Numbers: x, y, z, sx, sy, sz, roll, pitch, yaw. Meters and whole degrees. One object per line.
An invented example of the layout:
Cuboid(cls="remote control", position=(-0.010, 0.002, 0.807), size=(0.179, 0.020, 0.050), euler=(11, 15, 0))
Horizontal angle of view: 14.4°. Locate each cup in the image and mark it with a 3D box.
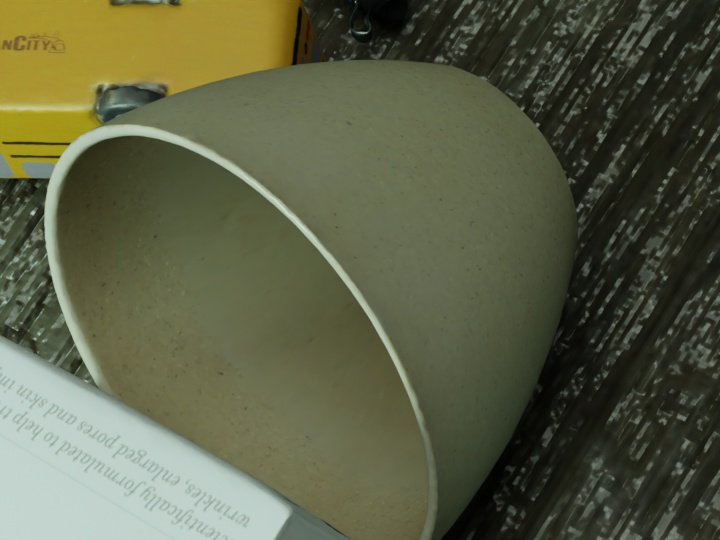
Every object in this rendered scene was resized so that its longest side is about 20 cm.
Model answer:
Cuboid(cls="cup", position=(0.000, 0.000, 1.084), size=(0.200, 0.201, 0.143), euler=(37, 54, 24))

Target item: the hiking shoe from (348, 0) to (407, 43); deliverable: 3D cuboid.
Cuboid(cls="hiking shoe", position=(0.056, -0.185, 1.214), size=(0.200, 0.074, 0.087), euler=(-40, 71, 3))

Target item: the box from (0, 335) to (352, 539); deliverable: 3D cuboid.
Cuboid(cls="box", position=(-0.111, 0.148, 1.018), size=(0.199, 0.131, 0.200), euler=(27, 84, 35))

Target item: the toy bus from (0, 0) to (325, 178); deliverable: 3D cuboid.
Cuboid(cls="toy bus", position=(-0.120, -0.079, 1.191), size=(0.199, 0.078, 0.065), euler=(1, 67, 13))
